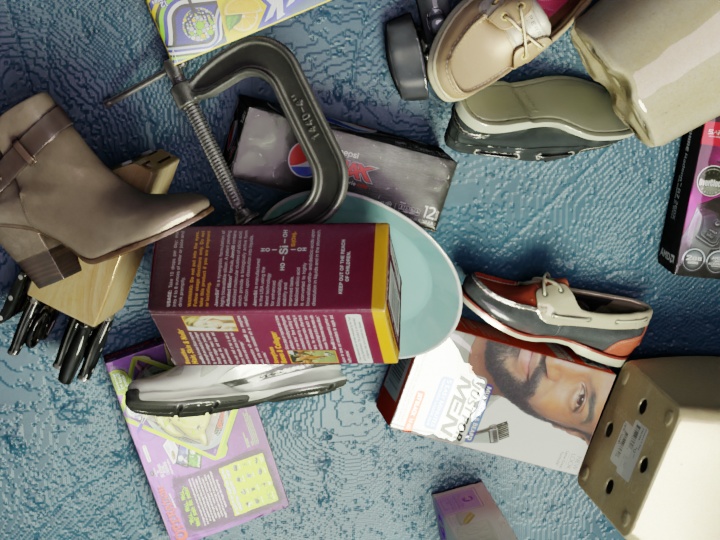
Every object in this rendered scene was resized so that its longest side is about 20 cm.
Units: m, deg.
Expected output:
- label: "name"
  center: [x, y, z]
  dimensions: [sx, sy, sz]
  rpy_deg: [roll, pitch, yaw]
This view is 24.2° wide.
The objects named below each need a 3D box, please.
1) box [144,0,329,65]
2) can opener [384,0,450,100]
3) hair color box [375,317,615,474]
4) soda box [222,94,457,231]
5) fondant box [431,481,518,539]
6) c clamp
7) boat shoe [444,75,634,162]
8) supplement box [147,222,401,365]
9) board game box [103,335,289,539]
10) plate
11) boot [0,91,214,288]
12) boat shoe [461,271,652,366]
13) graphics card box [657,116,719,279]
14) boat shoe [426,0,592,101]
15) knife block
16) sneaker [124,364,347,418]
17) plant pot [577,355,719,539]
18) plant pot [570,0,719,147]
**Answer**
- label: "box"
  center: [-0.084, -0.248, 1.443]
  dimensions: [0.200, 0.070, 0.064]
  rpy_deg: [-24, 113, -4]
- label: "can opener"
  center: [0.058, -0.247, 1.478]
  dimensions: [0.079, 0.063, 0.200]
  rpy_deg: [-11, 109, -9]
- label: "hair color box"
  center: [0.129, 0.115, 1.608]
  dimensions: [0.200, 0.064, 0.111]
  rpy_deg: [15, 102, -18]
- label: "soda box"
  center: [-0.020, -0.097, 1.508]
  dimensions: [0.200, 0.063, 0.071]
  rpy_deg: [14, 103, -16]
- label: "fondant box"
  center: [0.127, 0.327, 1.630]
  dimensions: [0.058, 0.144, 0.200]
  rpy_deg: [-13, 109, -7]
- label: "c clamp"
  center: [-0.105, -0.109, 1.442]
  dimensions: [0.171, 0.027, 0.200]
  rpy_deg: [-34, 81, 17]
- label: "boat shoe"
  center: [0.162, -0.129, 1.535]
  dimensions: [0.199, 0.075, 0.066]
  rpy_deg: [-7, 147, -34]
- label: "supplement box"
  center: [-0.070, 0.021, 1.430]
  dimensions: [0.200, 0.086, 0.110]
  rpy_deg: [-1, 153, 7]
- label: "board game box"
  center: [-0.152, 0.152, 1.575]
  dimensions: [0.120, 0.032, 0.200]
  rpy_deg: [-20, 109, -10]
- label: "plate"
  center: [0.000, 0.000, 1.512]
  dimensions: [0.200, 0.026, 0.200]
  rpy_deg: [14, 136, 14]
- label: "boot"
  center: [-0.232, -0.076, 1.369]
  dimensions: [0.200, 0.070, 0.146]
  rpy_deg: [-21, 96, 20]
- label: "boat shoe"
  center: [0.184, 0.034, 1.587]
  dimensions: [0.200, 0.071, 0.063]
  rpy_deg: [19, 117, -23]
- label: "graphics card box"
  center: [0.365, -0.090, 1.603]
  dimensions: [0.125, 0.051, 0.200]
  rpy_deg: [6, 106, -14]
- label: "boat shoe"
  center: [0.139, -0.219, 1.462]
  dimensions: [0.200, 0.069, 0.074]
  rpy_deg: [-46, 118, -25]
- label: "knife block"
  center: [-0.227, 0.006, 1.460]
  dimensions: [0.200, 0.064, 0.176]
  rpy_deg: [-18, 100, 20]
- label: "sneaker"
  center: [-0.119, 0.066, 1.518]
  dimensions: [0.200, 0.076, 0.115]
  rpy_deg: [-8, 80, -14]
- label: "plant pot"
  center: [0.326, 0.187, 1.598]
  dimensions: [0.177, 0.200, 0.200]
  rpy_deg: [17, 103, -18]
- label: "plant pot"
  center: [0.293, -0.211, 1.471]
  dimensions: [0.183, 0.200, 0.200]
  rpy_deg: [-34, 111, 2]
